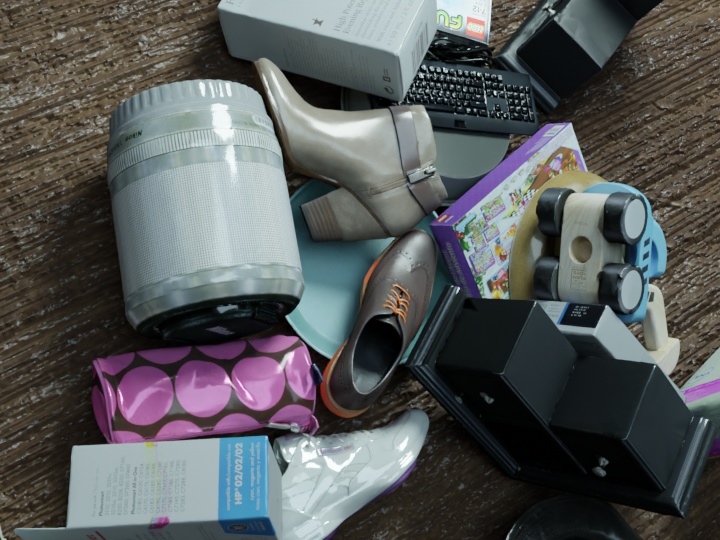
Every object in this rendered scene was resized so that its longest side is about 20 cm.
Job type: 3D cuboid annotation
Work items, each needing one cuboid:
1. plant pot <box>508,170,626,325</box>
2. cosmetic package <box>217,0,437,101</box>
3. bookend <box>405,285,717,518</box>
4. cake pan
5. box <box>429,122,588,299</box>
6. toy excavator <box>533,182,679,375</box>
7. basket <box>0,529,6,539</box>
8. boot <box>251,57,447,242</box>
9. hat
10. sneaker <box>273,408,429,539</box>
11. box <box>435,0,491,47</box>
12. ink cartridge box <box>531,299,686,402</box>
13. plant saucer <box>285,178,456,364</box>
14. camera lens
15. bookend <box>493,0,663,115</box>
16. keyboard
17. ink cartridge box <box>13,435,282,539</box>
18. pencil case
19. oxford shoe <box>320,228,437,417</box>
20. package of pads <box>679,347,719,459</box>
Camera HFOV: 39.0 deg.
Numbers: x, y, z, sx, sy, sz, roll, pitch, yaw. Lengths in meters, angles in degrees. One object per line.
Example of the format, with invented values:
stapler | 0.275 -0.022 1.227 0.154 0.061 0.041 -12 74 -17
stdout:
plant pot | 0.233 -0.002 1.056 0.197 0.027 0.205 -3 95 -36
cosmetic package | -0.031 -0.247 0.999 0.196 0.074 0.103 18 63 16
bookend | 0.179 0.114 0.909 0.199 0.198 0.093 48 61 -33
cake pan | 0.075 -0.165 1.063 0.196 0.037 0.204 12 60 -21
box | 0.168 -0.042 1.047 0.199 0.039 0.139 -39 116 -29
toy excavator | 0.267 0.014 1.017 0.198 0.099 0.199 -1 96 -45
basket | -0.359 0.242 0.748 0.197 0.139 0.179 -18 82 -34
boot | -0.004 -0.124 0.963 0.144 0.070 0.203 -21 106 -5
hat | 0.203 0.321 0.970 0.196 0.081 0.205 8 64 -17
sneaker | -0.020 0.175 0.929 0.198 0.075 0.101 -34 88 -25
box | 0.050 -0.313 1.117 0.196 0.035 0.112 11 72 -17
ink cartridge box | 0.247 0.103 0.998 0.200 0.099 0.040 46 65 -30
plant saucer | 0.000 0.000 1.009 0.196 0.036 0.204 6 73 -19
camera lens | -0.138 -0.045 0.901 0.157 0.160 0.204 -6 77 -21
bookend | 0.270 -0.301 1.105 0.092 0.198 0.201 42 66 -6
keyboard | 0.099 -0.198 1.045 0.196 0.040 0.106 2 65 -27
ink cartridge box | -0.166 0.188 0.827 0.195 0.116 0.069 -3 63 0
pencil case | -0.135 0.112 0.897 0.196 0.091 0.095 -6 67 -19
oxford shoe | 0.032 0.042 0.948 0.070 0.072 0.203 28 66 -10
package of pads | 0.414 0.114 1.065 0.199 0.155 0.069 -38 86 -24
